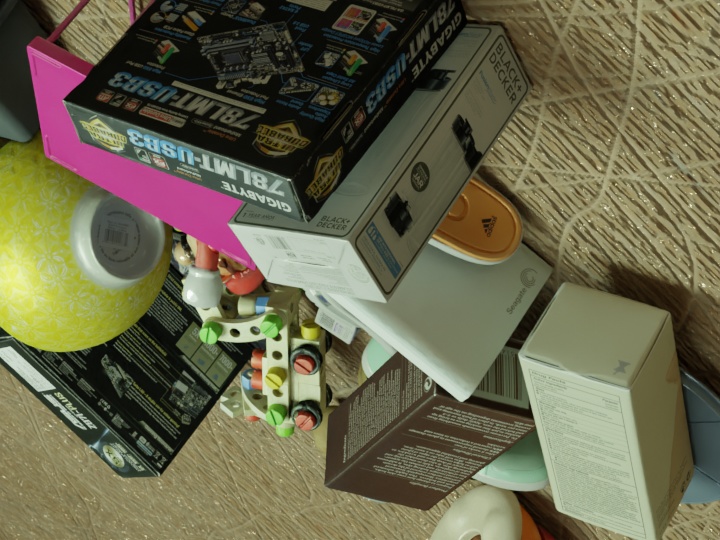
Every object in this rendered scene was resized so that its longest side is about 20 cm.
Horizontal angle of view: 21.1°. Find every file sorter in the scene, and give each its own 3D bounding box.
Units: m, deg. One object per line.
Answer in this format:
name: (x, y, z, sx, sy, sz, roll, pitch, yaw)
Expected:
file sorter: (-0.132, -0.126, 1.480, 0.199, 0.126, 0.139, 28, 151, 15)

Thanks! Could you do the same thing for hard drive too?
hard drive: (0.035, -0.014, 1.449, 0.200, 0.132, 0.027, 39, 151, -5)

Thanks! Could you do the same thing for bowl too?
bowl: (-0.232, -0.030, 1.677, 0.107, 0.201, 0.200, -2, 135, 49)

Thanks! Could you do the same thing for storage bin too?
storage bin: (-0.355, -0.182, 1.665, 0.199, 0.146, 0.134, 15, 157, 38)

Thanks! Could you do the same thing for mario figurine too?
mario figurine: (-0.150, -0.047, 1.636, 0.106, 0.124, 0.200, 13, 149, 41)

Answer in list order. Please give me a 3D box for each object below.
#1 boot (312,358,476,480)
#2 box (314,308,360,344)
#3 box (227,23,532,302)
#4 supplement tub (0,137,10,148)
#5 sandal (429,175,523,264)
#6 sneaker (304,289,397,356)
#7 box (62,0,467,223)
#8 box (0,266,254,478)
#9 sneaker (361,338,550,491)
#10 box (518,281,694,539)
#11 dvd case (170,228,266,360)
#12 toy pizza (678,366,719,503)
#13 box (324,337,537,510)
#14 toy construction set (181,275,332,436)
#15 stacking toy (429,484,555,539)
boot: (0.011, 0.140, 1.809, 0.175, 0.066, 0.200, 49, 153, -22)
box: (0.000, 0.000, 1.621, 0.041, 0.039, 0.200, 32, 153, 7)
box: (0.016, -0.078, 1.294, 0.116, 0.200, 0.060, 8, 144, 42)
supplement tub: (-0.366, -0.060, 1.763, 0.145, 0.146, 0.200, 29, -169, 15)
sandal: (0.037, -0.069, 1.396, 0.206, 0.080, 0.059, 23, 167, -16)
sneaker: (0.049, 0.033, 1.524, 0.199, 0.075, 0.082, 23, 160, -34)
box: (-0.063, -0.139, 1.291, 0.199, 0.199, 0.050, 19, 148, 31)
box: (-0.230, 0.073, 1.848, 0.200, 0.164, 0.086, 45, 154, -19)
sneaker: (0.096, 0.109, 1.640, 0.200, 0.074, 0.118, 36, 153, 1)
box: (0.188, 0.110, 1.456, 0.094, 0.078, 0.201, 18, 146, 27)
dvd case: (-0.141, 0.018, 1.850, 0.148, 0.016, 0.200, 17, 148, 37)
toy pizza: (0.222, 0.112, 1.538, 0.199, 0.032, 0.201, 25, 149, 16)
box: (0.057, 0.118, 1.545, 0.100, 0.075, 0.200, 16, 146, -22)
toy construction set: (-0.091, 0.081, 1.772, 0.130, 0.092, 0.201, 9, 138, 13)
stacking toy: (0.168, 0.305, 1.847, 0.199, 0.147, 0.146, 29, 158, -23)
